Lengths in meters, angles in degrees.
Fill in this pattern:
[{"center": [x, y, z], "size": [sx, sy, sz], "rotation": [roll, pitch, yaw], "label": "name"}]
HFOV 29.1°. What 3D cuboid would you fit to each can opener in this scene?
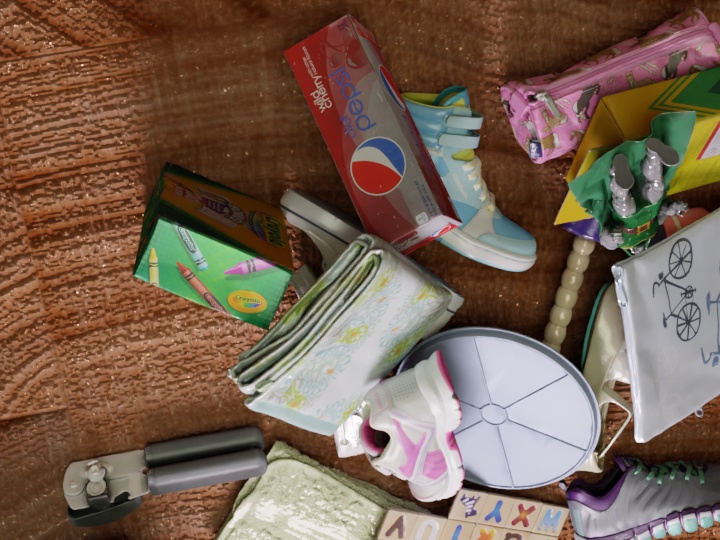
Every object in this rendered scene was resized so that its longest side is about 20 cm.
[{"center": [-0.188, 0.195, 1.333], "size": [0.200, 0.053, 0.066], "rotation": [-13, 142, -1], "label": "can opener"}]

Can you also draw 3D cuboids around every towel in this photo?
[{"center": [-0.035, 0.267, 1.372], "size": [0.200, 0.036, 0.148], "rotation": [28, 103, -13], "label": "towel"}, {"center": [-0.010, 0.059, 1.174], "size": [0.171, 0.200, 0.048], "rotation": [-45, 67, 5], "label": "towel"}]

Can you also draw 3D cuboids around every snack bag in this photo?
[{"center": [0.305, 0.045, 1.275], "size": [0.200, 0.021, 0.189], "rotation": [-27, 117, -32], "label": "snack bag"}]

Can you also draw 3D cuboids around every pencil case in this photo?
[{"center": [0.229, -0.167, 1.243], "size": [0.200, 0.087, 0.083], "rotation": [-22, 114, -2], "label": "pencil case"}]

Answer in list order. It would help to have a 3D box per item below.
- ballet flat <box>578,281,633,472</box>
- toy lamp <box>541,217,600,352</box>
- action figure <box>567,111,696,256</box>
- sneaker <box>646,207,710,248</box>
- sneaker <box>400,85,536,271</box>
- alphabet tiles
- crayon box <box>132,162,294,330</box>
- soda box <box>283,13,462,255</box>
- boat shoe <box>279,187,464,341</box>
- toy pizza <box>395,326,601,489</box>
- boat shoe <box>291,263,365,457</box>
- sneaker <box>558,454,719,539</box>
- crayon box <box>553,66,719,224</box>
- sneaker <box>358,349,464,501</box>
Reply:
[{"center": [0.238, 0.109, 1.334], "size": [0.069, 0.069, 0.200], "rotation": [10, 113, -9], "label": "ballet flat"}, {"center": [0.199, 0.012, 1.312], "size": [0.058, 0.058, 0.200], "rotation": [14, 107, -10], "label": "toy lamp"}, {"center": [0.238, -0.057, 1.196], "size": [0.118, 0.200, 0.055], "rotation": [-26, 68, 1], "label": "action figure"}, {"center": [0.309, 0.032, 1.321], "size": [0.087, 0.074, 0.200], "rotation": [-14, 116, -23], "label": "sneaker"}, {"center": [0.097, -0.090, 1.257], "size": [0.200, 0.080, 0.131], "rotation": [27, 103, -14], "label": "sneaker"}, {"center": [0.097, 0.294, 1.383], "size": [0.200, 0.008, 0.167], "rotation": [14, 106, -26], "label": "alphabet tiles"}, {"center": [-0.126, -0.025, 1.187], "size": [0.119, 0.200, 0.058], "rotation": [23, 103, -13], "label": "crayon box"}, {"center": [0.011, -0.114, 1.194], "size": [0.070, 0.063, 0.200], "rotation": [-28, 76, 16], "label": "soda box"}, {"center": [0.000, 0.000, 1.280], "size": [0.200, 0.071, 0.070], "rotation": [33, 95, -21], "label": "boat shoe"}, {"center": [0.130, 0.128, 1.320], "size": [0.200, 0.032, 0.200], "rotation": [10, 128, 13], "label": "toy pizza"}, {"center": [-0.032, 0.092, 1.300], "size": [0.069, 0.071, 0.200], "rotation": [-23, 109, -1], "label": "boat shoe"}, {"center": [0.300, 0.214, 1.375], "size": [0.200, 0.074, 0.088], "rotation": [-21, 103, 1], "label": "sneaker"}, {"center": [0.264, -0.113, 1.223], "size": [0.200, 0.127, 0.051], "rotation": [-16, 64, -17], "label": "crayon box"}, {"center": [0.042, 0.149, 1.263], "size": [0.088, 0.081, 0.200], "rotation": [-14, 140, -5], "label": "sneaker"}]
